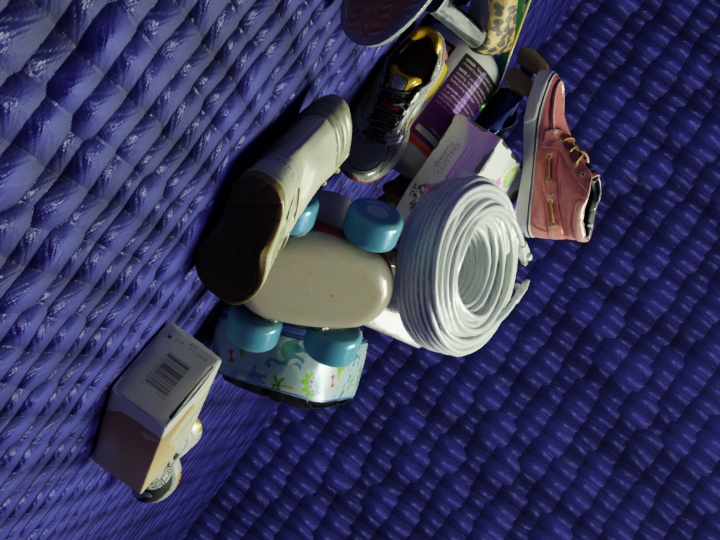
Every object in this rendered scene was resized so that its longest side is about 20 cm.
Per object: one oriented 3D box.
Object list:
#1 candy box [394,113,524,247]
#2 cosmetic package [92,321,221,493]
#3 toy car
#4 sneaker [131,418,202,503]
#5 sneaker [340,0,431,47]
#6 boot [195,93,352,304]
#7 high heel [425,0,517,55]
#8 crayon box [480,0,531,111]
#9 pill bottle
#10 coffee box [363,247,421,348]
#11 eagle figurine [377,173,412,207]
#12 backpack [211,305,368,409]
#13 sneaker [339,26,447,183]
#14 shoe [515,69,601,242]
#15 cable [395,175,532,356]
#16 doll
[{"bbox_3d":[0.125,-0.070,1.809,0.168,0.071,0.200,-55,153,-2],"label":"candy box"},{"bbox_3d":[-0.218,0.149,1.590,0.105,0.071,0.200,-52,175,-29],"label":"cosmetic package"},{"bbox_3d":[-0.058,-0.031,1.646,0.200,0.176,0.185,-101,-154,-57],"label":"toy car"},{"bbox_3d":[-0.266,0.233,1.855,0.087,0.076,0.200,-30,158,-38],"label":"sneaker"},{"bbox_3d":[0.056,-0.273,1.258,0.201,0.071,0.080,-56,171,10],"label":"sneaker"},{"bbox_3d":[-0.080,-0.066,1.434,0.155,0.072,0.200,-54,176,-39],"label":"boot"},{"bbox_3d":[0.178,-0.334,1.690,0.200,0.072,0.142,-44,140,17],"label":"high heel"},{"bbox_3d":[0.180,-0.321,1.944,0.119,0.058,0.201,105,6,-71],"label":"crayon box"},{"bbox_3d":[0.090,-0.215,1.798,0.200,0.112,0.112,-53,176,-6],"label":"pill bottle"},{"bbox_3d":[0.000,0.000,1.773,0.114,0.200,0.080,26,99,-41],"label":"coffee box"},{"bbox_3d":[0.081,-0.168,1.920,0.151,0.151,0.201,45,70,-45],"label":"eagle figurine"},{"bbox_3d":[-0.089,0.084,1.832,0.200,0.182,0.148,-4,108,-80],"label":"backpack"},{"bbox_3d":[0.032,-0.192,1.691,0.201,0.077,0.082,-63,173,-11],"label":"sneaker"},{"bbox_3d":[0.243,-0.134,1.784,0.071,0.090,0.202,-11,108,-65],"label":"shoe"},{"bbox_3d":[0.110,-0.007,1.661,0.200,0.069,0.201,-52,138,-37],"label":"cable"},{"bbox_3d":[0.173,-0.198,1.885,0.137,0.048,0.200,-58,-178,-33],"label":"doll"}]
